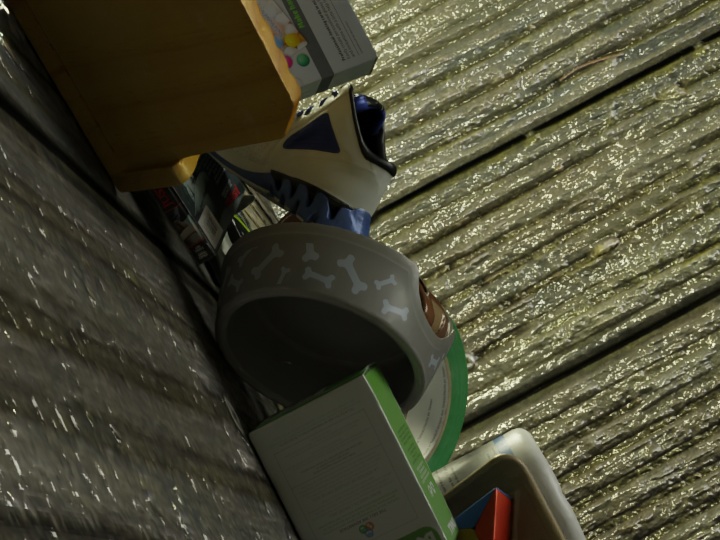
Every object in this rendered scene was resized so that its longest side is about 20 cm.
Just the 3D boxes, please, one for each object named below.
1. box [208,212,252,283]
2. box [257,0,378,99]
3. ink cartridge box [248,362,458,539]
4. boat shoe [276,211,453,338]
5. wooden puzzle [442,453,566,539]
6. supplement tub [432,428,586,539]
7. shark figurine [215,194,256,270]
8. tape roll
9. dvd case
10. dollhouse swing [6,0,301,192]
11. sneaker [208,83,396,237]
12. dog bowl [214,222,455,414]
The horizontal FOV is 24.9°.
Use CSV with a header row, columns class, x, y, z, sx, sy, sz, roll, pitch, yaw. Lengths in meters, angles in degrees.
class,x,y,z,sx,sy,sz,roll,pitch,yaw
box,-0.149,-0.063,1.659,0.200,0.047,0.195,59,6,-80
box,-0.106,-0.220,1.500,0.157,0.198,0.041,63,-19,14
ink cartridge box,0.008,0.185,1.242,0.202,0.103,0.059,63,12,0
boat shoe,0.000,0.000,1.384,0.199,0.076,0.072,34,-16,30
wooden puzzle,0.082,0.261,1.241,0.046,0.185,0.201,38,18,-49
supplement tub,0.085,0.237,1.407,0.133,0.198,0.132,63,1,-1
shark figurine,-0.088,-0.001,1.519,0.214,0.128,0.090,43,22,-22
tape roll,0.019,0.118,1.487,0.048,0.201,0.202,9,-42,43
dvd case,-0.165,-0.117,1.322,0.201,0.022,0.146,56,18,-18
dollhouse swing,-0.134,-0.186,1.151,0.183,0.174,0.201,-79,146,-55
sneaker,-0.040,-0.103,1.322,0.199,0.116,0.080,34,-1,32
dog bowl,-0.026,0.049,1.297,0.201,0.198,0.059,62,35,-43
